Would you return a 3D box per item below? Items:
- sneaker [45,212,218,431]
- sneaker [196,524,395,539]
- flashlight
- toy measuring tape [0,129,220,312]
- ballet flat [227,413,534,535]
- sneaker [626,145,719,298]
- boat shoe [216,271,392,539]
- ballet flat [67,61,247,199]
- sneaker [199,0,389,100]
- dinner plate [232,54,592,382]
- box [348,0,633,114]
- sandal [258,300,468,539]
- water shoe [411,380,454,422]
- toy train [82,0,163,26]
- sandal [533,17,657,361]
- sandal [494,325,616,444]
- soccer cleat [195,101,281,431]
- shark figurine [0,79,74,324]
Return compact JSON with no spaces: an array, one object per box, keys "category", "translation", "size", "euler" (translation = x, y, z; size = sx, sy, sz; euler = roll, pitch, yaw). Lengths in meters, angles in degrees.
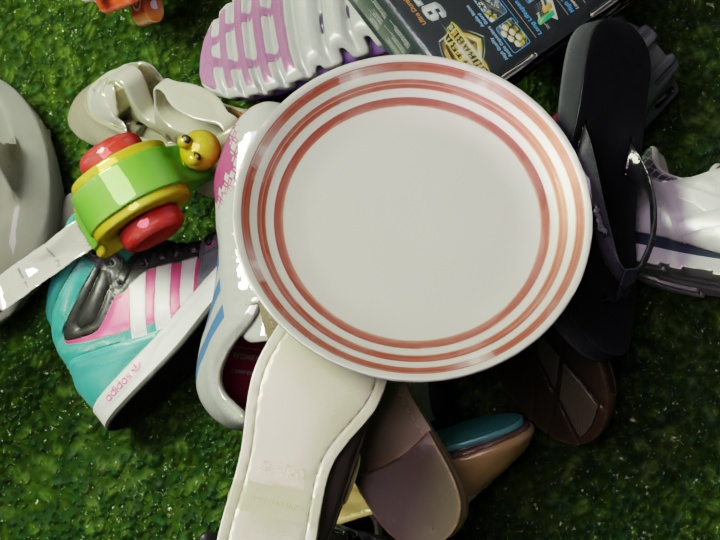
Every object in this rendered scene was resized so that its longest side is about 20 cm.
[{"category":"sneaker","translation":[-0.128,-0.007,1.420],"size":[0.200,0.084,0.121],"euler":[-45,75,6]},{"category":"sneaker","translation":[-0.019,0.183,1.298],"size":[0.200,0.091,0.076],"euler":[-13,27,26]},{"category":"flashlight","translation":[0.107,-0.075,1.313],"size":[0.068,0.068,0.200],"euler":[32,64,24]},{"category":"toy measuring tape","translation":[-0.171,-0.028,1.351],"size":[0.200,0.074,0.074],"euler":[-32,67,15]},{"category":"ballet flat","translation":[0.018,0.136,1.345],"size":[0.200,0.069,0.063],"euler":[-14,100,19]},{"category":"sneaker","translation":[0.244,-0.021,1.288],"size":[0.200,0.076,0.081],"euler":[13,75,23]},{"category":"boat shoe","translation":[-0.032,0.099,1.227],"size":[0.072,0.060,0.200],"euler":[15,75,4]},{"category":"ballet flat","translation":[-0.128,-0.102,1.424],"size":[0.200,0.069,0.069],"euler":[24,85,41]},{"category":"sneaker","translation":[-0.007,-0.147,1.408],"size":[0.200,0.088,0.081],"euler":[-17,63,25]},{"category":"dinner plate","translation":[0.029,-0.029,1.229],"size":[0.200,0.024,0.200],"euler":[1,68,-2]},{"category":"box","translation":[0.057,-0.208,1.316],"size":[0.159,0.046,0.200],"euler":[-36,86,-20]},{"category":"sandal","translation":[0.006,0.060,1.290],"size":[0.078,0.070,0.212],"euler":[-26,84,14]},{"category":"water shoe","translation":[0.000,0.000,1.352],"size":[0.079,0.072,0.200],"euler":[-11,88,18]},{"category":"toy train","translation":[-0.083,-0.203,1.419],"size":[0.200,0.150,0.056],"euler":[-11,109,51]},{"category":"sandal","translation":[0.140,-0.049,1.262],"size":[0.043,0.076,0.200],"euler":[-6,78,47]},{"category":"sandal","translation":[0.101,0.018,1.340],"size":[0.200,0.055,0.082],"euler":[52,136,37]},{"category":"soccer cleat","translation":[-0.053,0.001,1.322],"size":[0.070,0.086,0.200],"euler":[4,100,-21]},{"category":"shark figurine","translation":[-0.244,-0.084,1.479],"size":[0.128,0.090,0.215],"euler":[-27,70,11]}]
